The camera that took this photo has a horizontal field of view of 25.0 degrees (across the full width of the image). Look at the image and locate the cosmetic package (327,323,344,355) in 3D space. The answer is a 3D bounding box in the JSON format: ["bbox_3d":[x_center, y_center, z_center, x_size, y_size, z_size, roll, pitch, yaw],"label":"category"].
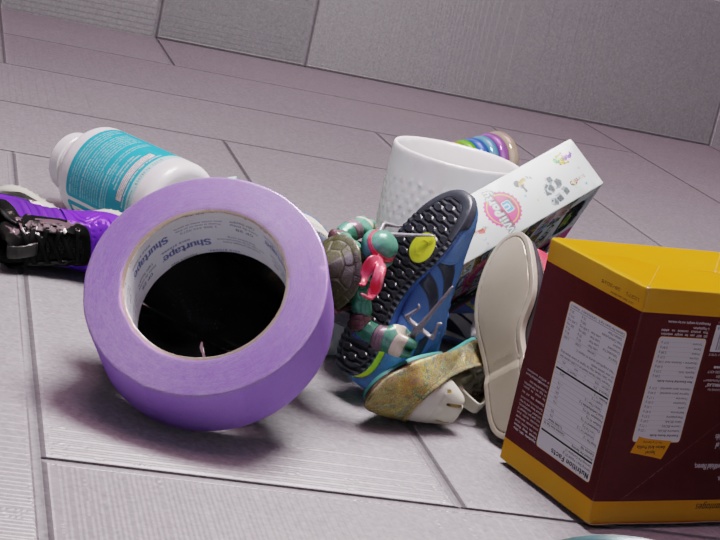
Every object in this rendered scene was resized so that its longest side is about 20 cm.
[{"bbox_3d":[-0.065,0.036,1.621,0.198,0.052,0.150,2,20,-37],"label":"cosmetic package"}]

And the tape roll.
[{"bbox_3d":[-0.122,0.025,1.316,0.198,0.201,0.066,16,-28,14],"label":"tape roll"}]

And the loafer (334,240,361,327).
[{"bbox_3d":[0.000,0.000,1.586,0.071,0.064,0.200,13,17,-7],"label":"loafer"}]

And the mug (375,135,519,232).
[{"bbox_3d":[0.112,-0.041,1.815,0.198,0.177,0.148,9,15,-16],"label":"mug"}]

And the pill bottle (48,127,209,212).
[{"bbox_3d":[-0.262,-0.094,1.813,0.199,0.112,0.110,25,18,38],"label":"pill bottle"}]

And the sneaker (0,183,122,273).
[{"bbox_3d":[-0.311,-0.027,1.621,0.198,0.070,0.099,14,20,19],"label":"sneaker"}]

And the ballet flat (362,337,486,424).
[{"bbox_3d":[0.077,0.106,1.462,0.070,0.071,0.199,20,17,27],"label":"ballet flat"}]

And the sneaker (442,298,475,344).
[{"bbox_3d":[0.114,0.035,1.719,0.198,0.083,0.074,14,12,-4],"label":"sneaker"}]

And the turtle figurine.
[{"bbox_3d":[-0.012,0.011,1.429,0.100,0.199,0.151,26,46,-37],"label":"turtle figurine"}]

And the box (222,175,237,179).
[{"bbox_3d":[-0.159,-0.016,1.559,0.081,0.050,0.201,-10,32,7],"label":"box"}]

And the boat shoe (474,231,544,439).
[{"bbox_3d":[0.150,0.064,1.479,0.062,0.202,0.072,22,-33,-38],"label":"boat shoe"}]

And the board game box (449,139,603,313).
[{"bbox_3d":[0.132,-0.034,1.634,0.199,0.148,0.065,-29,74,-23],"label":"board game box"}]

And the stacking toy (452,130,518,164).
[{"bbox_3d":[0.162,-0.176,2.618,0.199,0.086,0.085,-10,26,-42],"label":"stacking toy"}]

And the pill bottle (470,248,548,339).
[{"bbox_3d":[0.216,0.067,1.575,0.199,0.111,0.111,29,13,-5],"label":"pill bottle"}]

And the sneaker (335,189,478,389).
[{"bbox_3d":[0.056,0.022,1.481,0.078,0.201,0.066,29,3,-41],"label":"sneaker"}]

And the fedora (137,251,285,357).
[{"bbox_3d":[-0.127,0.039,1.401,0.199,0.202,0.092,16,-28,13],"label":"fedora"}]

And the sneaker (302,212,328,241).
[{"bbox_3d":[-0.118,-0.019,1.743,0.198,0.077,0.086,10,54,-27],"label":"sneaker"}]

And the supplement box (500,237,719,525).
[{"bbox_3d":[0.251,0.094,1.367,0.195,0.202,0.133,4,16,-31],"label":"supplement box"}]

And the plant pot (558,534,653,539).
[{"bbox_3d":[0.092,0.247,0.687,0.198,0.202,0.188,19,30,24],"label":"plant pot"}]
